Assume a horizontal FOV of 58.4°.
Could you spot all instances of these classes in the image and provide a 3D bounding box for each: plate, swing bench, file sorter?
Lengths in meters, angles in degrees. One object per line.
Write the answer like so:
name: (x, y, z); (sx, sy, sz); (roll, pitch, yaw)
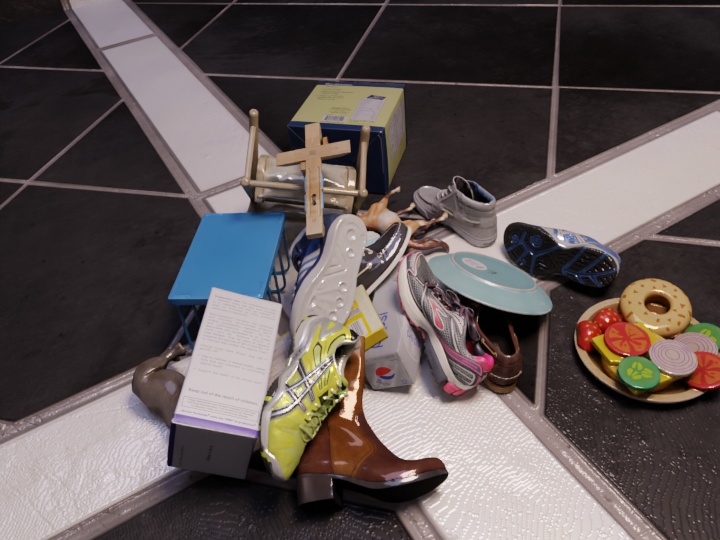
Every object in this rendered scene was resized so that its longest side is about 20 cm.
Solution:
plate: (0.196, 0.010, 0.965); (0.195, 0.026, 0.201); (15, 21, -6)
swing bench: (-0.091, -0.145, 1.068); (0.193, 0.201, 0.133); (5, 70, -4)
file sorter: (-0.188, 0.019, 0.994); (0.135, 0.125, 0.203); (-1, 39, 6)

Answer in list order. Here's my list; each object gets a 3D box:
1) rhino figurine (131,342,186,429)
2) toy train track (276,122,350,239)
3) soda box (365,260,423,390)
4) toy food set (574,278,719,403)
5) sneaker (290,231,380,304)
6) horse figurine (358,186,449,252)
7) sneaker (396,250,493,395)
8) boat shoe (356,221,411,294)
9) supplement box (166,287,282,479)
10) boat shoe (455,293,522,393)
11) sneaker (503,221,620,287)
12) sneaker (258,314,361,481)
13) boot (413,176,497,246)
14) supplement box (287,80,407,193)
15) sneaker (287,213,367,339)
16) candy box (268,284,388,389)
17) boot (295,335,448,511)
rhino figurine: (-0.230, 0.175, 0.865); (0.198, 0.061, 0.087); (31, 50, 28)
toy train track: (-0.065, -0.127, 0.930); (0.111, 0.033, 0.204); (-9, 57, 8)
soda box: (0.054, 0.071, 0.933); (0.067, 0.064, 0.202); (-13, 35, 26)
toy food set: (0.397, 0.099, 0.883); (0.195, 0.050, 0.199); (-16, 41, -12)
sneaker: (-0.020, 0.009, 1.026); (0.198, 0.075, 0.081); (-37, 52, -25)
horse figurine: (0.068, -0.083, 1.139); (0.131, 0.051, 0.199); (-29, 45, -26)
sneaker: (0.116, 0.062, 0.880); (0.080, 0.074, 0.204); (-4, 63, -51)
boat shoe: (0.000, 0.000, 0.973); (0.201, 0.060, 0.074); (-51, 15, -2)
supplement box: (-0.166, 0.137, 0.806); (0.101, 0.102, 0.203); (12, 45, -9)
boat shoe: (0.185, 0.076, 0.922); (0.068, 0.072, 0.202); (-9, 39, -6)
sneaker: (0.322, -0.027, 1.038); (0.197, 0.078, 0.076); (26, 27, 32)
sneaker: (-0.058, 0.145, 0.753); (0.074, 0.076, 0.204); (5, 61, 23)
boot: (0.168, -0.129, 1.143); (0.073, 0.097, 0.199); (-30, 45, -27)
supplement box: (-0.018, -0.276, 1.310); (0.194, 0.137, 0.202); (7, 42, 15)
sneaker: (-0.067, 0.014, 0.928); (0.145, 0.079, 0.205); (-4, 63, 62)
candy box: (-0.062, 0.107, 0.896); (0.197, 0.027, 0.103); (-32, 35, 2)
boot: (0.006, 0.180, 0.795); (0.183, 0.069, 0.204); (-13, 55, 12)
